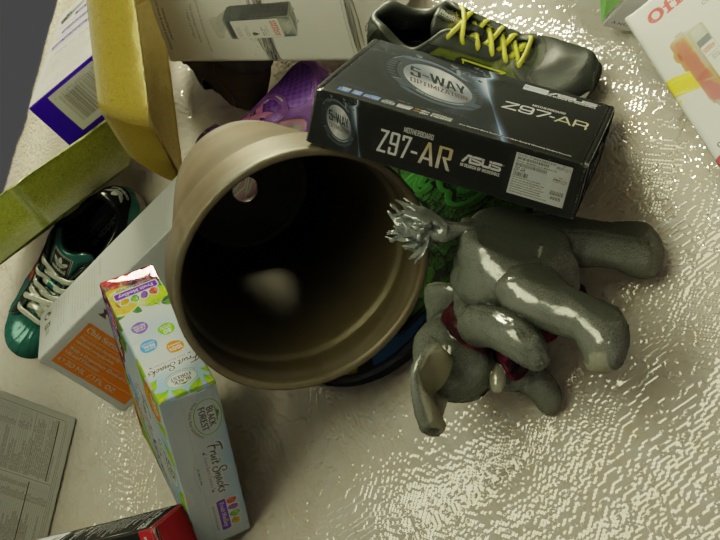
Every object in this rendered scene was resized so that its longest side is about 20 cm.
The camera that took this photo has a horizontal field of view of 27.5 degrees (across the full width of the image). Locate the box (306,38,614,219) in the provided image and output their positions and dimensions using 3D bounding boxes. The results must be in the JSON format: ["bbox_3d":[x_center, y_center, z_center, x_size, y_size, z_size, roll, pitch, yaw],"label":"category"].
[{"bbox_3d":[0.079,-0.108,1.087,0.200,0.160,0.044,18,115,10],"label":"box"}]

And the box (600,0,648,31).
[{"bbox_3d":[0.231,-0.307,1.145,0.144,0.036,0.200,133,144,-60],"label":"box"}]

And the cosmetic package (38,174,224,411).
[{"bbox_3d":[-0.186,0.023,1.313,0.200,0.101,0.071,-44,30,20],"label":"cosmetic package"}]

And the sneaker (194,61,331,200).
[{"bbox_3d":[-0.101,-0.110,1.332,0.200,0.088,0.080,-52,46,6],"label":"sneaker"}]

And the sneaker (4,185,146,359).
[{"bbox_3d":[-0.287,-0.001,1.422,0.071,0.080,0.200,35,94,9],"label":"sneaker"}]

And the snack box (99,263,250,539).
[{"bbox_3d":[-0.149,0.114,1.198,0.053,0.200,0.142,-23,48,-15],"label":"snack box"}]

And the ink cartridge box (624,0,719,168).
[{"bbox_3d":[0.296,-0.140,1.028,0.145,0.083,0.200,-38,50,19],"label":"ink cartridge box"}]

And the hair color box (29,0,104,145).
[{"bbox_3d":[-0.261,-0.222,1.484,0.109,0.065,0.200,-34,31,22],"label":"hair color box"}]

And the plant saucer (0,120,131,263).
[{"bbox_3d":[-0.315,-0.063,1.437,0.200,0.048,0.200,-32,10,39],"label":"plant saucer"}]

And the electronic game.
[{"bbox_3d":[0.000,0.000,1.230,0.200,0.042,0.200,-18,60,33],"label":"electronic game"}]

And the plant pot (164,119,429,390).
[{"bbox_3d":[-0.070,-0.033,1.155,0.200,0.200,0.174,-52,32,7],"label":"plant pot"}]

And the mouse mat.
[{"bbox_3d":[0.058,-0.059,1.194,0.200,0.008,0.161,-43,49,3],"label":"mouse mat"}]

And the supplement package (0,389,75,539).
[{"bbox_3d":[-0.400,0.178,1.360,0.152,0.200,0.151,-3,68,37],"label":"supplement package"}]

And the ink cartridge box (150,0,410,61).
[{"bbox_3d":[-0.066,-0.255,1.312,0.200,0.085,0.146,5,41,26],"label":"ink cartridge box"}]

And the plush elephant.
[{"bbox_3d":[0.101,0.044,1.064,0.200,0.155,0.165,16,35,6],"label":"plush elephant"}]

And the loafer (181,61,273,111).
[{"bbox_3d":[-0.145,-0.205,1.419,0.200,0.073,0.071,-134,40,-54],"label":"loafer"}]

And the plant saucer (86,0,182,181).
[{"bbox_3d":[-0.203,-0.191,1.302,0.048,0.200,0.200,-9,78,-1],"label":"plant saucer"}]

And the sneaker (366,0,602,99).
[{"bbox_3d":[0.091,-0.170,1.177,0.200,0.085,0.075,5,54,21],"label":"sneaker"}]

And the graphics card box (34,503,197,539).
[{"bbox_3d":[-0.207,0.274,1.221,0.200,0.051,0.126,-19,99,31],"label":"graphics card box"}]
